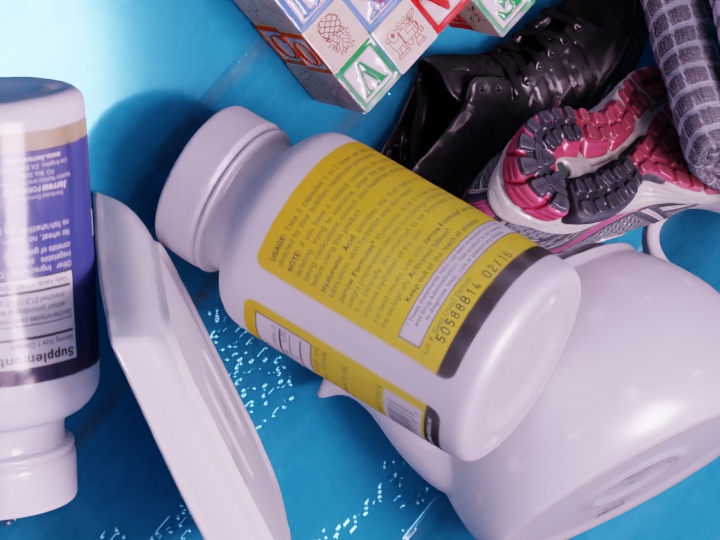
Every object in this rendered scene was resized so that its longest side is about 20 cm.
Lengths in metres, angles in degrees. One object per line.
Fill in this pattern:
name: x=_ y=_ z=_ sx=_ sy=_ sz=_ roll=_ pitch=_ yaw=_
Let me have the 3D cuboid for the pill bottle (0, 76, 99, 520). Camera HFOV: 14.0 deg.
pill bottle: x=-0.181 y=0.013 z=1.408 sx=0.111 sy=0.111 sz=0.201 roll=-8 pitch=104 yaw=-29

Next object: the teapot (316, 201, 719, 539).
teapot: x=0.116 y=0.049 z=1.569 sx=0.200 sy=0.197 sz=0.147 roll=-4 pitch=62 yaw=-56

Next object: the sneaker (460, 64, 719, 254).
sneaker: x=0.125 y=-0.054 z=1.543 sx=0.199 sy=0.075 sz=0.081 roll=-12 pitch=70 yaw=-46

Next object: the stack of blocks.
stack of blocks: x=0.038 y=-0.175 z=1.531 sx=0.200 sy=0.058 sz=0.115 roll=-48 pitch=117 yaw=-14

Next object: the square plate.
square plate: x=-0.076 y=0.075 z=1.435 sx=0.028 sy=0.198 sz=0.201 roll=-25 pitch=113 yaw=2

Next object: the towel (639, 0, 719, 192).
towel: x=0.224 y=-0.106 z=1.572 sx=0.200 sy=0.085 sz=0.166 roll=27 pitch=41 yaw=-48

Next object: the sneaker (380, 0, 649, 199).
sneaker: x=0.076 y=-0.094 z=1.568 sx=0.104 sy=0.060 sz=0.201 roll=28 pitch=88 yaw=-36

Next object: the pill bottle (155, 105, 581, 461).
pill bottle: x=0.000 y=0.000 z=1.457 sx=0.111 sy=0.199 sz=0.112 roll=-50 pitch=160 yaw=-26

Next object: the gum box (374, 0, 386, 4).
gum box: x=-0.040 y=-0.221 z=1.431 sx=0.199 sy=0.066 sz=0.114 roll=24 pitch=81 yaw=-11
